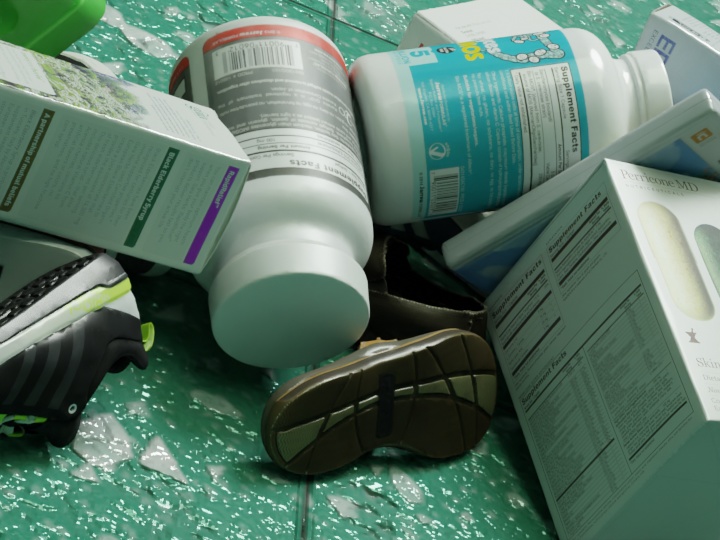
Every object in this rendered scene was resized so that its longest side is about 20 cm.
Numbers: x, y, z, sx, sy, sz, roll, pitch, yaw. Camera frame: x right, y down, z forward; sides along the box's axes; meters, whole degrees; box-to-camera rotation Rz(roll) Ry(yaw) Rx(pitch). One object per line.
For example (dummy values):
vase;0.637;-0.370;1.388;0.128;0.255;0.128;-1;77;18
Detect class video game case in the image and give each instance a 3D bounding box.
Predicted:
video game case;0.179;-0.024;1.613;0.182;0.200;0.022;34;31;-50

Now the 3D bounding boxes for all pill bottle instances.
pill bottle;0.096;-0.095;1.598;0.199;0.111;0.111;-8;35;-8
pill bottle;-0.054;-0.047;1.524;0.116;0.116;0.200;13;48;-26

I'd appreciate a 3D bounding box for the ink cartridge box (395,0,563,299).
ink cartridge box;0.116;-0.078;1.764;0.200;0.147;0.146;39;30;20

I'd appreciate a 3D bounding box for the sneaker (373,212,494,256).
sneaker;0.023;-0.039;1.683;0.200;0.085;0.075;40;12;13

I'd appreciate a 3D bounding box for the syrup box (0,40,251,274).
syrup box;-0.171;-0.070;1.413;0.200;0.082;0.079;17;20;-30

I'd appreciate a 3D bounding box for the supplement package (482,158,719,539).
supplement package;0.197;0.063;1.540;0.151;0.151;0.200;9;46;-32

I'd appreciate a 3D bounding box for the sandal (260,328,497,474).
sandal;0.008;0.077;1.496;0.200;0.082;0.055;-13;24;-42

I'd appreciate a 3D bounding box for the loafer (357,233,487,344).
loafer;0.000;0.000;1.603;0.200;0.071;0.073;30;27;4

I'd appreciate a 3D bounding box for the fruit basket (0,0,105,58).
fruit basket;-0.259;-0.133;1.521;0.215;0.216;0.156;0;37;-42

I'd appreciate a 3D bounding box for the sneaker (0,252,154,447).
sneaker;-0.179;0.062;1.330;0.200;0.072;0.083;-35;106;-41

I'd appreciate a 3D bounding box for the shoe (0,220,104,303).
shoe;-0.241;-0.022;1.435;0.200;0.072;0.091;18;15;-10

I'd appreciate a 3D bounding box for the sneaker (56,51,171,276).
sneaker;-0.196;-0.077;1.558;0.112;0.073;0.200;5;36;-40

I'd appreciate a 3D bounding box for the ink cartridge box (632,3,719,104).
ink cartridge box;0.256;-0.057;1.798;0.200;0.200;0.041;34;31;18
